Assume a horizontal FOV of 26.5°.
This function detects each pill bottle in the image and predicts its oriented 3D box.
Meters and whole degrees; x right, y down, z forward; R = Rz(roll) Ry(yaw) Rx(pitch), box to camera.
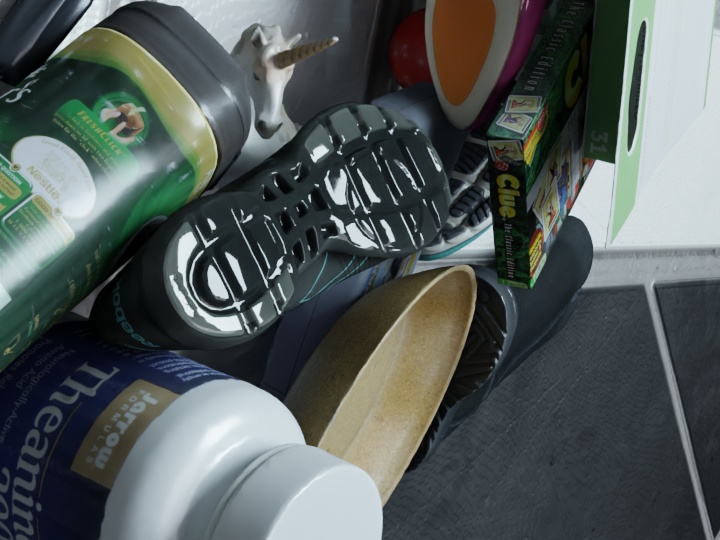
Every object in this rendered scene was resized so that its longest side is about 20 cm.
[{"bbox_3d":[-0.093,0.090,0.654,0.111,0.200,0.111,-27,126,-45],"label":"pill bottle"}]

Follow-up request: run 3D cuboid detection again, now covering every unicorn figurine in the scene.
[{"bbox_3d":[-0.050,-0.048,0.762,0.200,0.074,0.138,0,110,-80],"label":"unicorn figurine"}]

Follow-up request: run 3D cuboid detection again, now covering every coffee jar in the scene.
[{"bbox_3d":[-0.135,-0.026,0.629,0.085,0.104,0.200,47,57,-2],"label":"coffee jar"}]

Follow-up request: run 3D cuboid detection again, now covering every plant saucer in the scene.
[{"bbox_3d":[-0.005,0.079,0.778,0.200,0.035,0.200,-53,162,-26],"label":"plant saucer"}]

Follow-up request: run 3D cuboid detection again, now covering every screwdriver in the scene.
[{"bbox_3d":[-0.103,-0.164,0.674,0.200,0.028,0.029,-58,172,-13],"label":"screwdriver"}]

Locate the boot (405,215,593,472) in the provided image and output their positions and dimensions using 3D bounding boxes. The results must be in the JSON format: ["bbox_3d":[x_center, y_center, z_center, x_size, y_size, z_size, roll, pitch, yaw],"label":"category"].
[{"bbox_3d":[0.094,0.020,0.949,0.200,0.066,0.165,-33,162,-44],"label":"boot"}]

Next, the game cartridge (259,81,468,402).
[{"bbox_3d":[0.000,0.000,0.818,0.133,0.041,0.200,-46,158,-70],"label":"game cartridge"}]

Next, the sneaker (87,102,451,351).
[{"bbox_3d":[-0.038,-0.019,0.674,0.200,0.079,0.076,-27,92,-46],"label":"sneaker"}]

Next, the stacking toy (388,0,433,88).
[{"bbox_3d":[0.079,-0.187,0.877,0.085,0.085,0.200,31,84,-54],"label":"stacking toy"}]

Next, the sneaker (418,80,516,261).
[{"bbox_3d":[0.090,-0.064,0.950,0.200,0.077,0.080,-43,148,-32],"label":"sneaker"}]

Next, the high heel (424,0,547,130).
[{"bbox_3d":[0.092,-0.167,0.760,0.096,0.067,0.200,-12,118,-40],"label":"high heel"}]

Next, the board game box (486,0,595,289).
[{"bbox_3d":[0.114,-0.095,0.811,0.200,0.023,0.105,-59,150,-36],"label":"board game box"}]

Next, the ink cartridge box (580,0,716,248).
[{"bbox_3d":[0.136,-0.117,0.756,0.200,0.048,0.146,-44,141,-53],"label":"ink cartridge box"}]

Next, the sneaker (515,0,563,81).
[{"bbox_3d":[0.147,-0.189,0.933,0.088,0.074,0.200,35,77,-31],"label":"sneaker"}]
